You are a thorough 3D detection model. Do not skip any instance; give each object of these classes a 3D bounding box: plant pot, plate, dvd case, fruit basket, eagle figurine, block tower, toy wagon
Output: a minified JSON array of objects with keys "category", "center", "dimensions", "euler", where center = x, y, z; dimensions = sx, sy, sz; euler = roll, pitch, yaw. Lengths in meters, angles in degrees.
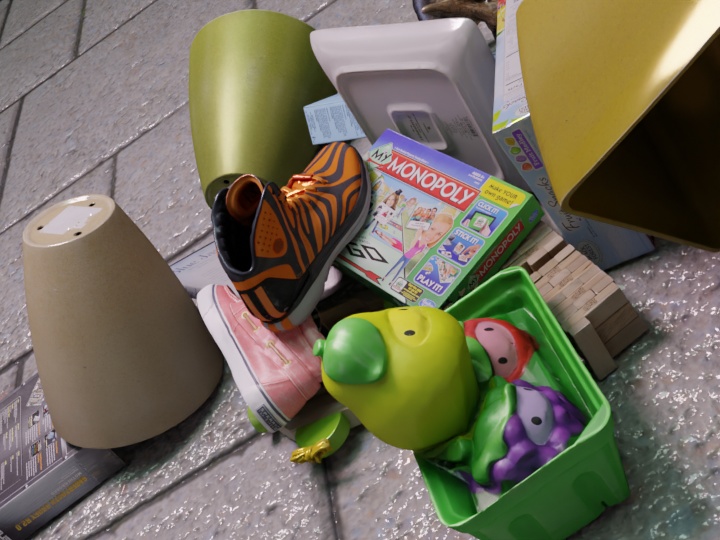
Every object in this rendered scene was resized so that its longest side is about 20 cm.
[{"category":"plant pot","center":[0.226,-0.158,0.838],"dimensions":[0.200,0.198,0.178],"euler":[-50,47,31]},{"category":"plant pot","center":[-0.121,-0.160,1.374],"dimensions":[0.185,0.187,0.203],"euler":[-18,50,30]},{"category":"plate","center":[0.061,-0.140,1.097],"dimensions":[0.198,0.200,0.033],"euler":[6,52,42]},{"category":"plant pot","center":[-0.252,0.035,1.170],"dimensions":[0.184,0.202,0.188],"euler":[-12,31,7]},{"category":"dvd case","center":[-0.118,-0.007,1.256],"dimensions":[0.142,0.018,0.198],"euler":[-33,25,-34]},{"category":"fruit basket","center":[0.073,0.078,0.826],"dimensions":[0.154,0.216,0.216],"euler":[-34,32,7]},{"category":"eagle figurine","center":[0.115,-0.281,1.224],"dimensions":[0.150,0.153,0.200],"euler":[-32,12,18]},{"category":"block tower","center":[0.156,0.008,0.966],"dimensions":[0.058,0.054,0.200],"euler":[-38,32,2]},{"category":"toy wagon","center":[-0.029,0.099,1.059],"dimensions":[0.154,0.040,0.202],"euler":[-24,35,24]}]

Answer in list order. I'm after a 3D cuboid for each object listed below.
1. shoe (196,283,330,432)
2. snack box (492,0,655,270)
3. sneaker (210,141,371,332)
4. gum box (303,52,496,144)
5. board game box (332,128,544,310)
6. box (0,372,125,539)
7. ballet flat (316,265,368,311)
[{"category":"shoe","center":[-0.079,0.055,1.067],"dimensions":[0.091,0.072,0.200],"euler":[-37,37,0]},{"category":"snack box","center":[0.178,-0.126,1.001],"dimensions":[0.067,0.169,0.202],"euler":[-24,34,25]},{"category":"sneaker","center":[-0.058,-0.057,1.015],"dimensions":[0.077,0.112,0.202],"euler":[-7,46,32]},{"category":"gum box","center":[0.067,-0.184,1.241],"dimensions":[0.198,0.045,0.169],"euler":[-1,20,45]},{"category":"board game box","center":[0.046,-0.039,1.032],"dimensions":[0.135,0.029,0.199],"euler":[-50,42,-9]},{"category":"box","center":[-0.332,0.179,1.265],"dimensions":[0.157,0.049,0.201],"euler":[-36,32,3]},{"category":"ballet flat","center":[0.000,0.000,1.100],"dimensions":[0.198,0.057,0.067],"euler":[-24,51,18]}]
